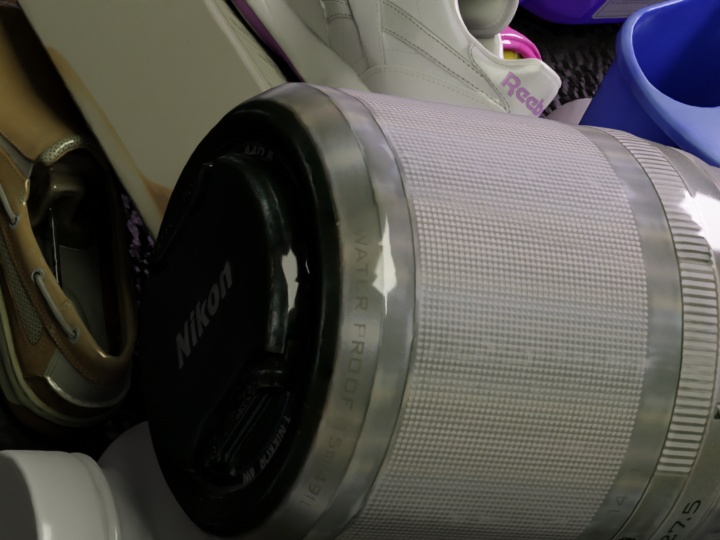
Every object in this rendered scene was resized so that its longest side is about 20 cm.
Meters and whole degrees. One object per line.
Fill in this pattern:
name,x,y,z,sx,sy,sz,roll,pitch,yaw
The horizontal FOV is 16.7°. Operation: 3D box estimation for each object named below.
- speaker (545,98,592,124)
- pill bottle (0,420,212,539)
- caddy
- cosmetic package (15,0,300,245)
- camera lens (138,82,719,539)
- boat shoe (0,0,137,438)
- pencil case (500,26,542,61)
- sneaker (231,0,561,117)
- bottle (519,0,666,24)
speaker,0.086,0.015,1.099,0.081,0.081,0.200,34,49,-9
pill bottle,-0.045,0.116,0.929,0.200,0.120,0.120,6,59,-29
caddy,0.176,-0.056,1.043,0.141,0.105,0.200,42,33,17
cosmetic package,-0.061,-0.061,0.997,0.105,0.071,0.200,42,13,-52
camera lens,0.034,0.024,0.855,0.200,0.160,0.160,6,59,-28
boat shoe,-0.124,-0.036,1.003,0.072,0.076,0.200,-6,64,-32
pencil case,-0.001,-0.120,1.086,0.088,0.089,0.200,-7,41,-34
sneaker,0.008,-0.109,0.985,0.200,0.100,0.075,55,10,31
bottle,0.110,-0.166,1.235,0.200,0.065,0.084,-5,66,-34
